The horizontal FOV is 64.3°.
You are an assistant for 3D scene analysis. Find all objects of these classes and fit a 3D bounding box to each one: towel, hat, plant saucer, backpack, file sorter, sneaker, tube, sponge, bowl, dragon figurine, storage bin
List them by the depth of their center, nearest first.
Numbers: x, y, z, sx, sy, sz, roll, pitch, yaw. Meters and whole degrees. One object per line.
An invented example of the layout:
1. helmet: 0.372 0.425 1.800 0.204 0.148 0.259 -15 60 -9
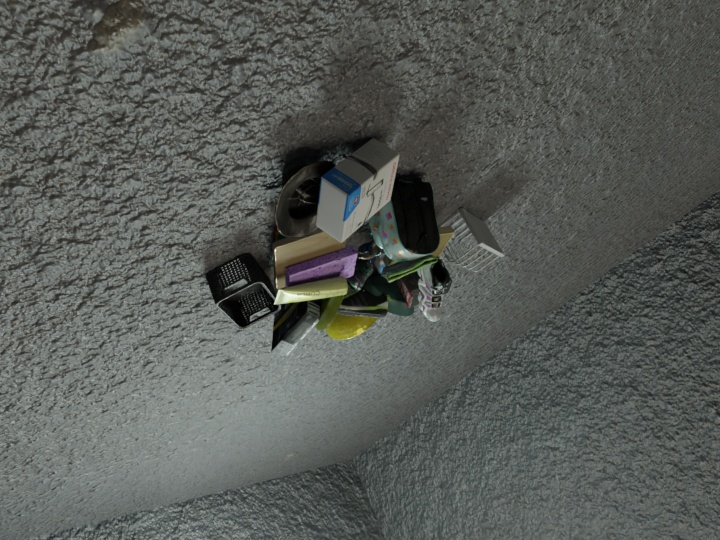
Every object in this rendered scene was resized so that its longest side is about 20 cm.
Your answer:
1. hat: -0.135 -0.176 1.295 0.199 0.081 0.202 -33 148 -24
2. backpack: 0.115 -0.122 1.497 0.174 0.204 0.153 -5 163 -41
3. tube: -0.131 0.056 1.523 0.197 0.052 0.059 -9 111 -25
4. storage bin: -0.308 0.059 1.524 0.133 0.095 0.201 -27 153 -3
5. sponge: -0.106 0.003 1.536 0.197 0.030 0.112 -19 152 -20
6. towel: 0.130 -0.015 1.566 0.147 0.031 0.200 -25 -176 0
7. dragon figurine: 0.034 -0.058 1.575 0.099 0.059 0.201 -37 -167 44
8. sneaker: 0.220 0.056 1.659 0.076 0.204 0.140 -14 -173 -17
9. plant saucer: -0.100 0.073 1.665 0.031 0.202 0.201 20 132 -22
10. sneaker: 0.000 0.000 1.704 0.087 0.075 0.200 -42 -176 4
11. sneaker: -0.007 0.091 1.721 0.196 0.085 0.072 7 166 -3
12. bowl: -0.042 0.112 1.817 0.198 0.201 0.109 -28 119 0
13. plant saucer: 0.092 0.072 1.833 0.198 0.200 0.036 4 122 -47
14. file sorter: 0.351 -0.090 1.853 0.124 0.140 0.199 -37 152 24

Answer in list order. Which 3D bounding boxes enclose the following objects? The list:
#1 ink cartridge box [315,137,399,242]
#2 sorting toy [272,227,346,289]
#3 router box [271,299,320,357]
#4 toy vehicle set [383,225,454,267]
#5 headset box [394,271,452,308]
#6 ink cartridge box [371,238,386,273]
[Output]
1. ink cartridge box: -0.005 -0.183 1.297 0.200 0.084 0.147 -43 157 -35
2. sorting toy: -0.142 -0.060 1.503 0.197 0.070 0.200 -20 152 -18
3. router box: -0.190 0.133 1.689 0.052 0.159 0.200 26 127 -25
4. toy vehicle set: 0.172 -0.070 1.685 0.197 0.027 0.125 -10 146 -32
5. headset box: 0.185 0.013 1.799 0.146 0.202 0.075 -19 153 -15
6. ink cartridge box: 0.133 -0.079 1.735 0.197 0.067 0.116 -23 152 -11
